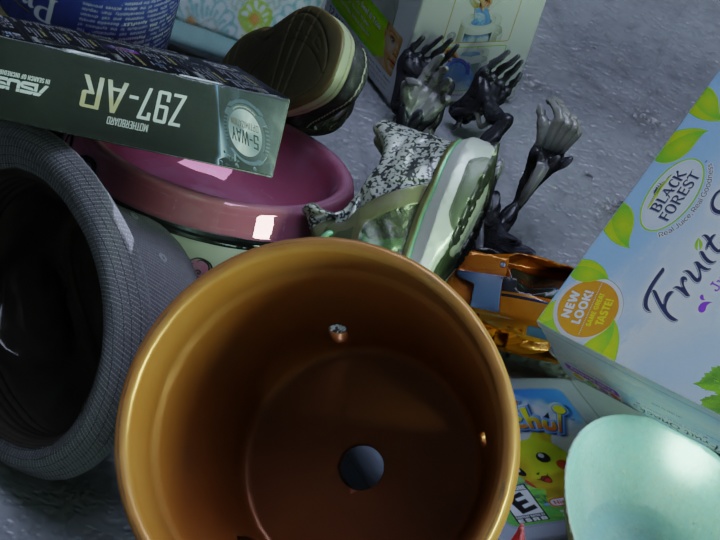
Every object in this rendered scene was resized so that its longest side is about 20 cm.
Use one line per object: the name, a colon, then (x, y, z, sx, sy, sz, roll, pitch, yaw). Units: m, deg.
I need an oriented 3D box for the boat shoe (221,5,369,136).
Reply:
boat shoe: (-0.032, -0.116, 1.778, 0.066, 0.072, 0.201, 25, -10, -21)

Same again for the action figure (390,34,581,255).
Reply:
action figure: (0.068, -0.083, 1.820, 0.119, 0.102, 0.200, 21, 31, -17)

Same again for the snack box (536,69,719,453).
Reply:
snack box: (0.222, -0.002, 1.557, 0.169, 0.068, 0.200, 28, 72, 34)

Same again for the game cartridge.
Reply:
game cartridge: (0.093, 0.115, 1.612, 0.200, 0.041, 0.133, -6, 37, -31)

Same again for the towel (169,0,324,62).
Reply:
towel: (-0.108, -0.233, 1.898, 0.200, 0.171, 0.048, 22, -3, 6)

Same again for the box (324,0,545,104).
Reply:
box: (0.064, -0.225, 1.927, 0.101, 0.200, 0.113, -5, 40, -30)

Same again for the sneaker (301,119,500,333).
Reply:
sneaker: (0.000, 0.000, 1.598, 0.089, 0.077, 0.200, 26, 70, 14)

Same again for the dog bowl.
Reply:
dog bowl: (-0.092, -0.040, 1.674, 0.200, 0.074, 0.200, 14, 22, -6)

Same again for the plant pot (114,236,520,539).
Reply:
plant pot: (-0.010, 0.094, 1.454, 0.200, 0.200, 0.140, 28, -4, 15)

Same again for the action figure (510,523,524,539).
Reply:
action figure: (0.070, 0.196, 1.398, 0.134, 0.149, 0.200, 10, 48, -1)

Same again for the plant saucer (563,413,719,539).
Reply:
plant saucer: (0.172, 0.170, 1.529, 0.201, 0.039, 0.201, 31, 37, -26)

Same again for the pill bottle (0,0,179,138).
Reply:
pill bottle: (-0.165, -0.167, 1.739, 0.112, 0.200, 0.112, 12, 34, -8)

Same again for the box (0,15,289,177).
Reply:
box: (-0.133, -0.099, 1.561, 0.160, 0.044, 0.200, 12, 7, -13)

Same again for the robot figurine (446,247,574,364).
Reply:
robot figurine: (0.124, 0.030, 1.684, 0.200, 0.058, 0.145, 13, -7, -1)

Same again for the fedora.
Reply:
fedora: (-0.151, 0.016, 1.522, 0.090, 0.177, 0.200, 0, 32, -43)
